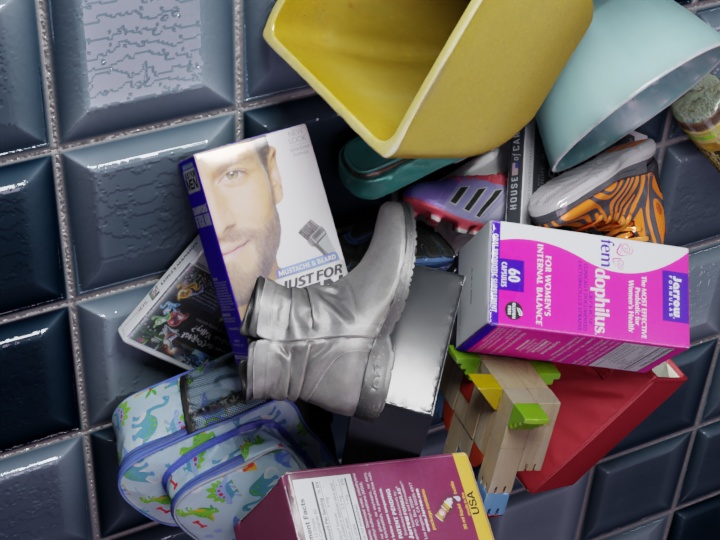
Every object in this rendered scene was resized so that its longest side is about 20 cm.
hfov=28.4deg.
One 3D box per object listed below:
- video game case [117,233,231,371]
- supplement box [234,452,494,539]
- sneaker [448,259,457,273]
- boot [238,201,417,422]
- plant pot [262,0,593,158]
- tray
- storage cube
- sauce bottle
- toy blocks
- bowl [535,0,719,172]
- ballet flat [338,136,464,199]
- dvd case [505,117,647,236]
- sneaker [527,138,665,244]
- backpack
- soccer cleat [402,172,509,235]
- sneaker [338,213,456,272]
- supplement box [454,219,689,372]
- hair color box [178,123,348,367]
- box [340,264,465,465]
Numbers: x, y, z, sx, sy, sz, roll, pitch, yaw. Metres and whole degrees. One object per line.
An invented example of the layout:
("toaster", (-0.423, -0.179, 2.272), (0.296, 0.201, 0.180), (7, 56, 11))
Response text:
("video game case", (-0.108, 0.030, 1.384), (0.182, 0.023, 0.200), (-48, 137, 11))
("supplement box", (0.004, 0.247, 1.314), (0.198, 0.104, 0.131), (-2, 152, -30))
("sneaker", (0.092, 0.067, 1.509), (0.200, 0.072, 0.083), (-42, 140, 6))
("boot", (-0.029, 0.022, 1.205), (0.130, 0.202, 0.070), (14, 161, -6))
("plant pot", (0.078, -0.211, 1.186), (0.199, 0.194, 0.196), (7, 122, -47))
("tray", (0.134, -0.074, 1.453), (0.199, 0.022, 0.108), (-32, 138, -6))
("storage cube", (0.212, 0.111, 1.510), (0.180, 0.171, 0.200), (-45, 161, 14))
("sauce bottle", (0.403, -0.139, 1.541), (0.065, 0.065, 0.200), (-45, 135, 9))
("toy blocks", (0.123, 0.145, 1.380), (0.099, 0.200, 0.138), (2, 118, -22))
("bowl", (0.233, -0.191, 1.324), (0.200, 0.105, 0.201), (-32, 172, -5))
("ballet flat", (0.066, -0.123, 1.347), (0.199, 0.068, 0.071), (-23, 160, -14))
("dvd case", (0.220, -0.085, 1.427), (0.199, 0.025, 0.152), (13, 77, -43))
("sneaker", (0.242, -0.050, 1.374), (0.199, 0.077, 0.113), (-26, 103, -42))
("backpack", (-0.135, 0.177, 1.379), (0.198, 0.148, 0.183), (-20, 142, 9))
("soccer cleat", (0.123, -0.070, 1.398), (0.199, 0.067, 0.077), (13, 91, -35))
("sneaker", (0.000, 0.000, 1.373), (0.198, 0.076, 0.079), (-10, 135, -22))
("supplement box", (0.199, 0.027, 1.338), (0.198, 0.102, 0.103), (7, 161, -13))
("hair color box", (-0.077, -0.017, 1.254), (0.108, 0.065, 0.202), (-18, 93, -19))
("box", (0.037, 0.100, 1.341), (0.078, 0.142, 0.200), (12, 153, 1))
